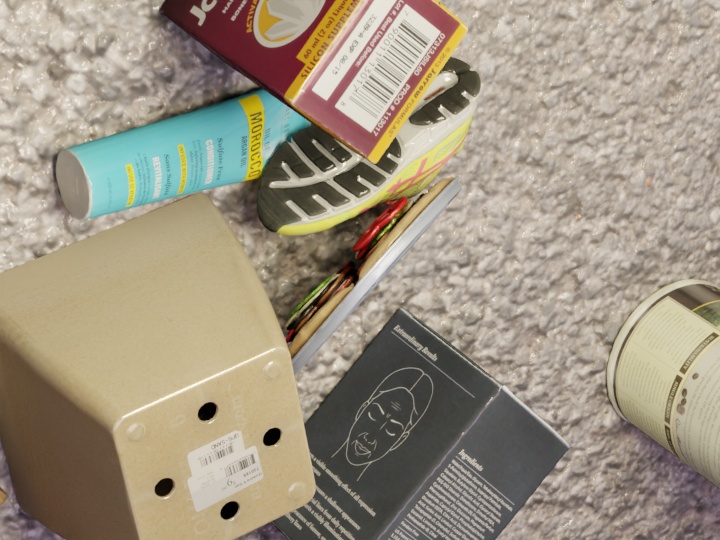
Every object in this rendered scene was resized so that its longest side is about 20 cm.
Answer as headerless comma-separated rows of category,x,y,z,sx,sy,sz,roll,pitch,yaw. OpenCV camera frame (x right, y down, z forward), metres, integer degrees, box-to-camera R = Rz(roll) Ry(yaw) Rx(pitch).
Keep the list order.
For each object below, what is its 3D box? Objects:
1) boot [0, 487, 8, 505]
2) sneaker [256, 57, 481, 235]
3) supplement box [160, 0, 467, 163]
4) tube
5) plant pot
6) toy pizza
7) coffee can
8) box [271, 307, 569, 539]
boot,-0.344,0.163,1.413,0.144,0.071,0.201,-47,134,-9
sneaker,0.011,-0.074,1.524,0.200,0.078,0.090,-32,150,-21
supplement box,-0.035,-0.167,1.369,0.086,0.200,0.111,34,92,-39
tube,-0.118,-0.084,1.461,0.199,0.050,0.078,-19,133,-32
plant pot,-0.138,0.095,1.448,0.199,0.177,0.201,-24,123,-22
toy pizza,0.000,0.000,1.509,0.032,0.200,0.200,42,86,1
coffee can,0.326,0.112,1.748,0.146,0.200,0.147,-15,121,-27
box,0.036,0.158,1.613,0.200,0.148,0.107,-50,130,-1
